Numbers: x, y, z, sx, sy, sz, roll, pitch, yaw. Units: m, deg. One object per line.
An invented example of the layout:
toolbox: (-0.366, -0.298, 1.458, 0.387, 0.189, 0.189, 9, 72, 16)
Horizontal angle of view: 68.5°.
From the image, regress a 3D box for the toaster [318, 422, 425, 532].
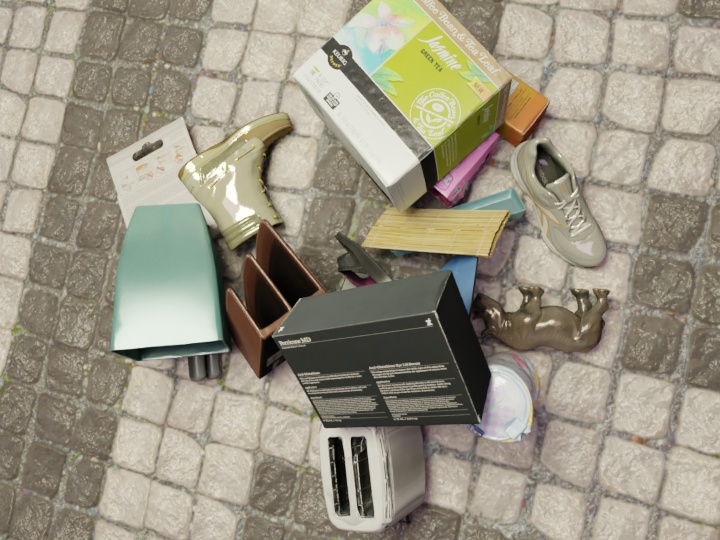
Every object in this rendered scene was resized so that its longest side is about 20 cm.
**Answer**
toaster: (0.016, 0.262, 0.718, 0.112, 0.129, 0.204, -9, 83, 29)

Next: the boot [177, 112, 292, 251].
boot: (-0.160, -0.140, 0.829, 0.199, 0.072, 0.156, -36, 90, -14)

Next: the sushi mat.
sushi mat: (0.100, -0.056, 0.734, 0.197, 0.012, 0.096, 6, 46, 36)

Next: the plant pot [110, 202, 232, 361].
plant pot: (-0.264, 0.015, 0.757, 0.139, 0.141, 0.204, -4, 76, -10)

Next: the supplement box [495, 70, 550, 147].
supplement box: (0.175, -0.270, 0.776, 0.199, 0.067, 0.069, 39, 93, 12)

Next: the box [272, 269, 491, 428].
box: (0.024, 0.092, 0.578, 0.197, 0.079, 0.143, -11, 119, 30)

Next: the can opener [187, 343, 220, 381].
can opener: (-0.262, 0.075, 0.850, 0.066, 0.052, 0.204, -20, 77, 44)

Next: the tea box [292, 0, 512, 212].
tea box: (0.056, -0.225, 0.692, 0.196, 0.134, 0.201, -41, 77, 3)

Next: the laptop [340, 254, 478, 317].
laptop: (0.048, 0.041, 0.701, 0.196, 0.117, 0.189, 8, 44, 13)

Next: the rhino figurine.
rhino figurine: (0.238, 0.066, 0.735, 0.196, 0.060, 0.089, 1, 87, 14)

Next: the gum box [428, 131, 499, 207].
gum box: (0.100, -0.198, 0.784, 0.200, 0.066, 0.114, 42, 93, 13)

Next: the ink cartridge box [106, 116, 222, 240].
ink cartridge box: (-0.318, -0.125, 0.878, 0.159, 0.050, 0.203, -24, 78, 9)

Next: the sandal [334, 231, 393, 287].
sandal: (0.000, 0.000, 0.730, 0.048, 0.200, 0.075, -46, 120, 1)

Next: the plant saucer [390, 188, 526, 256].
plant saucer: (0.137, -0.068, 0.771, 0.197, 0.070, 0.019, -18, 123, 10)

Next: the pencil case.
pencil case: (0.181, 0.152, 0.668, 0.090, 0.200, 0.084, 30, 98, 18)

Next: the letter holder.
letter holder: (-0.137, 0.042, 0.733, 0.100, 0.201, 0.143, -34, 77, -24)

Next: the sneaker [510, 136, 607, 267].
sneaker: (0.273, -0.091, 0.720, 0.075, 0.092, 0.202, -33, 88, 6)
